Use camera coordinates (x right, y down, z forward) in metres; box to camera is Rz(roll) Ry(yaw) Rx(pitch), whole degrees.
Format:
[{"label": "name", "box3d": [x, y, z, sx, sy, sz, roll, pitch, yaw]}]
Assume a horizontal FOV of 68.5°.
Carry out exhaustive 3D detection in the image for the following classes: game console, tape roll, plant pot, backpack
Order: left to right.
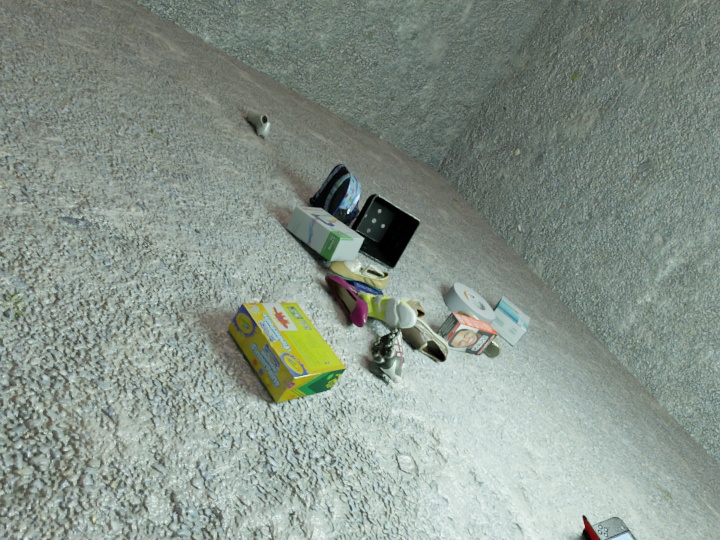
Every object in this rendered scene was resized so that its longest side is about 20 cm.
[{"label": "backpack", "box3d": [-0.071, -0.263, 1.885, 0.133, 0.202, 0.184, 19, 26, -35]}, {"label": "plant pot", "box3d": [0.069, -0.161, 1.923, 0.197, 0.203, 0.178, 27, 12, -20]}, {"label": "tape roll", "box3d": [0.412, 0.137, 1.999, 0.198, 0.067, 0.201, 32, 22, -14]}, {"label": "game console", "box3d": [0.603, 0.644, 1.186, 0.168, 0.121, 0.201, -8, 41, -20]}]

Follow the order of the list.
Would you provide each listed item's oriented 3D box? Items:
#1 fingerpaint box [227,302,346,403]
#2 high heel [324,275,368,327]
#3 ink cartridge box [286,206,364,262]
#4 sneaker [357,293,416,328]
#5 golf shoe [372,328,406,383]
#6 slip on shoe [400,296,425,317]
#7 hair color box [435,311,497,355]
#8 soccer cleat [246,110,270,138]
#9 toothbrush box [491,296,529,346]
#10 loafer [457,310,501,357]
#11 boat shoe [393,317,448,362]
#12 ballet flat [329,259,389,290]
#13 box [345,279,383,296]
[{"label": "fingerpaint box", "box3d": [-0.151, 0.161, 1.087, 0.200, 0.074, 0.165, 48, 23, 27]}, {"label": "high heel", "box3d": [-0.043, 0.083, 1.426, 0.095, 0.068, 0.200, 24, 15, -25]}, {"label": "ink cartridge box", "box3d": [-0.110, -0.114, 1.648, 0.198, 0.089, 0.144, 35, 18, 25]}, {"label": "sneaker", "box3d": [0.083, 0.111, 1.475, 0.197, 0.077, 0.104, 20, 0, 32]}, {"label": "golf shoe", "box3d": [0.078, 0.215, 1.356, 0.089, 0.076, 0.200, 61, 16, -9]}, {"label": "slip on shoe", "box3d": [0.146, 0.127, 1.608, 0.060, 0.077, 0.199, 42, 12, 17]}, {"label": "hair color box", "box3d": [0.342, 0.207, 1.706, 0.197, 0.102, 0.062, 17, 28, -38]}, {"label": "soccer cleat", "box3d": [-0.428, -0.639, 2.258, 0.068, 0.078, 0.201, 15, 30, -42]}, {"label": "toothbrush box", "box3d": [0.593, 0.200, 2.123, 0.146, 0.086, 0.199, 41, 21, 11]}, {"label": "loafer", "box3d": [0.404, 0.216, 1.828, 0.200, 0.076, 0.068, 48, 21, 2]}, {"label": "boat shoe", "box3d": [0.175, 0.195, 1.517, 0.200, 0.075, 0.075, 31, 28, -15]}, {"label": "ballet flat", "box3d": [0.000, 0.000, 1.568, 0.197, 0.064, 0.069, 20, 27, -30]}, {"label": "box", "box3d": [0.006, 0.039, 1.626, 0.119, 0.033, 0.201, 22, 25, -32]}]
